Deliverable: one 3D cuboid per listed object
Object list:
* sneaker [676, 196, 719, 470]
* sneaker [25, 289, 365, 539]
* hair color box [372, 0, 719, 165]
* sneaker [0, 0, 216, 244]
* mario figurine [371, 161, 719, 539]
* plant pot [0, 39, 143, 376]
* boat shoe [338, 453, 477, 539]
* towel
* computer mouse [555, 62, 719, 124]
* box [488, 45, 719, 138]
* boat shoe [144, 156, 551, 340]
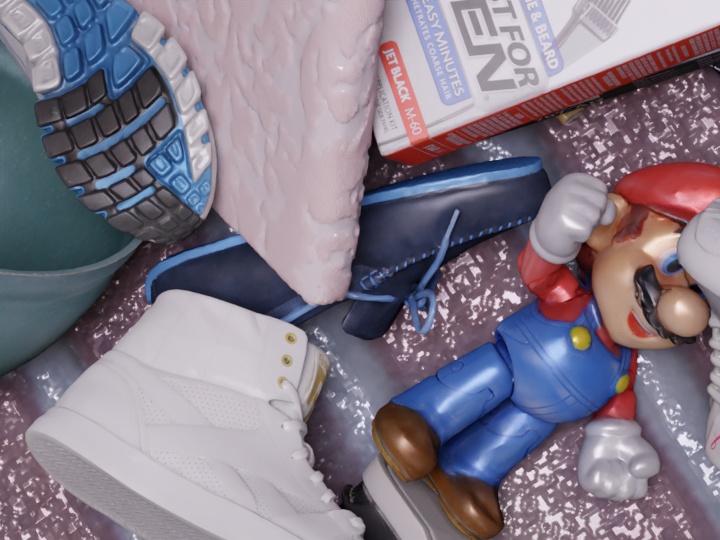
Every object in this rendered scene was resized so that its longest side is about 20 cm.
[{"bbox_3d":[0.178,0.045,0.731,0.099,0.200,0.078,-43,43,12],"label":"sneaker"},{"bbox_3d":[-0.030,0.082,0.748,0.199,0.074,0.116,32,59,11],"label":"sneaker"},{"bbox_3d":[0.087,-0.131,0.724,0.199,0.064,0.112,-21,85,12],"label":"hair color box"},{"bbox_3d":[-0.121,-0.095,0.796,0.075,0.087,0.201,-31,75,-1],"label":"sneaker"},{"bbox_3d":[0.101,0.035,0.770,0.200,0.123,0.106,-44,66,8],"label":"mario figurine"},{"bbox_3d":[-0.211,-0.018,0.794,0.200,0.200,0.135,39,120,8],"label":"plant pot"},{"bbox_3d":[0.041,0.167,0.763,0.060,0.074,0.200,-48,51,13],"label":"boat shoe"},{"bbox_3d":[-0.049,-0.115,0.746,0.191,0.032,0.201,43,138,43],"label":"towel"},{"bbox_3d":[0.148,-0.112,0.805,0.200,0.046,0.141,44,92,8],"label":"computer mouse"},{"bbox_3d":[0.095,-0.156,0.776,0.199,0.044,0.161,-17,87,13],"label":"box"},{"bbox_3d":[0.000,0.000,0.815,0.199,0.084,0.069,-17,92,24],"label":"boat shoe"}]
